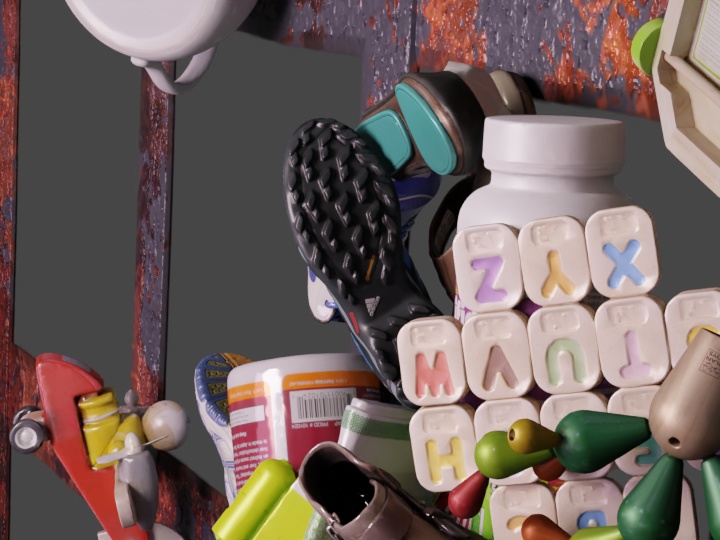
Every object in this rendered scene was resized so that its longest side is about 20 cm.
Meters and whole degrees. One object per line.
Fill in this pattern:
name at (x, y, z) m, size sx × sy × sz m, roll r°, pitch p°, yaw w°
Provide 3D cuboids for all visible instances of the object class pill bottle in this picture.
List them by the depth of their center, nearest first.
pill bottle at (0.110, 0.012, 1.369) m, size 0.112 × 0.111 × 0.202 m, roll -165°, pitch 74°, yaw -65°
pill bottle at (-0.034, 0.166, 1.695) m, size 0.113 × 0.112 × 0.202 m, roll 158°, pitch 109°, yaw -64°

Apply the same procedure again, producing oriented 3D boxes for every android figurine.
android figurine at (-0.012, 0.203, 1.609) m, size 0.201 × 0.182 × 0.041 m, roll -55°, pitch -10°, yaw 4°

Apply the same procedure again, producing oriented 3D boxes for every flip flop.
flip flop at (0.073, -0.029, 1.511) m, size 0.081 × 0.057 × 0.202 m, roll -146°, pitch 58°, yaw -61°

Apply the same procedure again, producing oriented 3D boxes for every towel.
towel at (-0.006, 0.180, 1.517) m, size 0.031 × 0.149 × 0.201 m, roll 24°, pitch 95°, yaw 29°

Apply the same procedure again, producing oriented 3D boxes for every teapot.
teapot at (-0.144, -0.266, 1.886) m, size 0.200 × 0.146 × 0.198 m, roll -33°, pitch 90°, yaw 36°

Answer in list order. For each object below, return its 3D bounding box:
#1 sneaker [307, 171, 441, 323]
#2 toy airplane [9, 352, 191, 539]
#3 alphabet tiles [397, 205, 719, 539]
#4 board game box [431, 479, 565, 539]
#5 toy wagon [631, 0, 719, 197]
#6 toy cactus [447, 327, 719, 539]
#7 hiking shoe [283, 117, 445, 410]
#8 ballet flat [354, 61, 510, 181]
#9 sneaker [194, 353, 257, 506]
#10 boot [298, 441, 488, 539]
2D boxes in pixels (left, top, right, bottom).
sneaker at (0.008, -0.020, 1.648) m, size 0.199 × 0.080 × 0.116 m, roll 169°, pitch 95°, yaw -72°
toy airplane at (-0.205, 0.176, 2.079) m, size 0.200 × 0.141 × 0.199 m, roll 57°, pitch 179°, yaw 36°
alphabet tiles at (0.118, 0.067, 1.304) m, size 0.198 × 0.015 × 0.197 m, roll -6°, pitch 94°, yaw 22°
board game box at (0.107, 0.180, 1.461) m, size 0.200 × 0.047 × 0.102 m, roll -128°, pitch 42°, yaw -53°
toy wagon at (0.208, -0.141, 1.232) m, size 0.155 × 0.039 × 0.201 m, roll -128°, pitch 44°, yaw -52°
toy cactus at (0.155, 0.110, 1.245) m, size 0.199 × 0.102 × 0.166 m, roll 26°, pitch 95°, yaw 26°
hiking shoe at (0.000, 0.000, 1.513) m, size 0.087 × 0.074 × 0.201 m, roll 151°, pitch 96°, yaw -80°
ballet flat at (0.048, -0.097, 1.452) m, size 0.068 × 0.068 × 0.200 m, roll 64°, pitch 167°, yaw -8°
sneaker at (-0.090, 0.151, 1.865) m, size 0.200 × 0.075 × 0.089 m, roll -118°, pitch 35°, yaw -46°
boot at (0.019, 0.155, 1.410) m, size 0.070 × 0.146 × 0.200 m, roll -51°, pitch 24°, yaw -7°
